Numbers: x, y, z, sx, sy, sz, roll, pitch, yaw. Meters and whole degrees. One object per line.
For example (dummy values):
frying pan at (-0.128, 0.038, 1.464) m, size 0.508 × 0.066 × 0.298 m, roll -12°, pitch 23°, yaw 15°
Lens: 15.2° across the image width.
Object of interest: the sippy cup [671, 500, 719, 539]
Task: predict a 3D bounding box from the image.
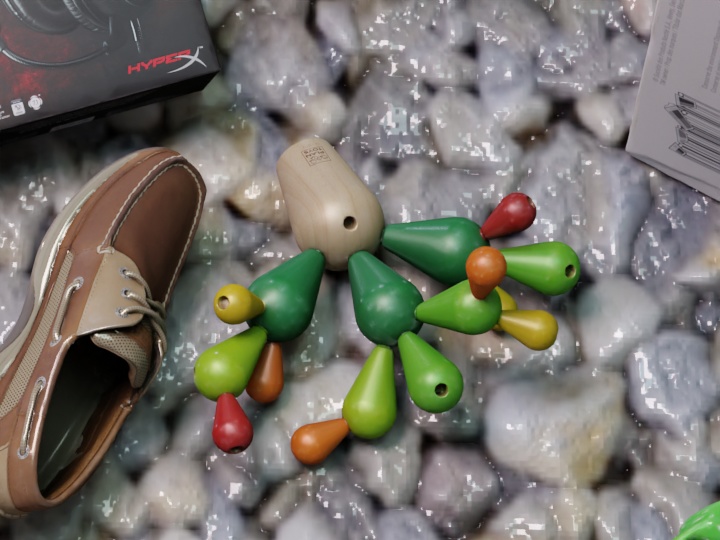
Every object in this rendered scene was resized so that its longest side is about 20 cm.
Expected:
sippy cup at (0.218, 0.166, 1.191) m, size 0.177 × 0.140 × 0.131 m, roll -15°, pitch 71°, yaw 16°

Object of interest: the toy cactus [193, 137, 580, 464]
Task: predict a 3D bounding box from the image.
toy cactus at (0.000, 0.000, 1.294) m, size 0.199 × 0.102 × 0.165 m, roll -25°, pitch 55°, yaw -7°

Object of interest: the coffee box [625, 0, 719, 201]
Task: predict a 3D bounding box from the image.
coffee box at (0.270, -0.136, 1.315) m, size 0.200 × 0.200 × 0.198 m, roll 27°, pitch 62°, yaw 12°

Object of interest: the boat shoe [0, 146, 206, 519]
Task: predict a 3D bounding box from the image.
boat shoe at (-0.120, 0.032, 1.259) m, size 0.072 × 0.076 × 0.200 m, roll 8°, pitch 63°, yaw 42°

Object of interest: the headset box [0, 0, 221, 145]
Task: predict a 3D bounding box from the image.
headset box at (-0.170, -0.170, 1.336) m, size 0.148 × 0.075 × 0.201 m, roll -15°, pitch 89°, yaw -12°
